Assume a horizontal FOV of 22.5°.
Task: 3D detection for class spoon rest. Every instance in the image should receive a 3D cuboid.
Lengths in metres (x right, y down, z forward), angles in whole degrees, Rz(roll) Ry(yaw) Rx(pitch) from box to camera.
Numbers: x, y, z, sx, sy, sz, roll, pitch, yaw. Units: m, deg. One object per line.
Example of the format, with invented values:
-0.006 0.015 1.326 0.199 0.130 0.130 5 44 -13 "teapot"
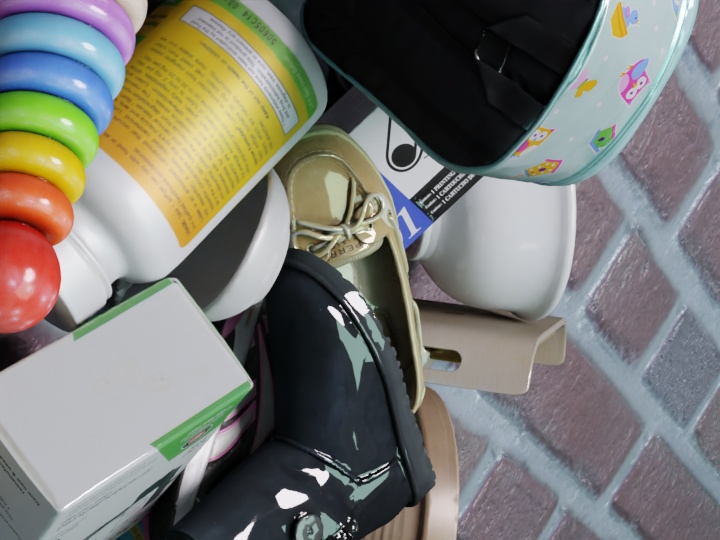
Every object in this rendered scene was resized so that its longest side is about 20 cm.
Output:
-0.102 0.012 1.095 0.200 0.060 0.100 -50 -156 42 "spoon rest"

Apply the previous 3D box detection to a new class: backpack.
0.084 -0.142 0.974 0.153 0.200 0.176 15 116 -40 "backpack"

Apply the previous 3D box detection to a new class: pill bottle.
-0.121 -0.064 1.013 0.200 0.111 0.111 -48 146 -21 "pill bottle"

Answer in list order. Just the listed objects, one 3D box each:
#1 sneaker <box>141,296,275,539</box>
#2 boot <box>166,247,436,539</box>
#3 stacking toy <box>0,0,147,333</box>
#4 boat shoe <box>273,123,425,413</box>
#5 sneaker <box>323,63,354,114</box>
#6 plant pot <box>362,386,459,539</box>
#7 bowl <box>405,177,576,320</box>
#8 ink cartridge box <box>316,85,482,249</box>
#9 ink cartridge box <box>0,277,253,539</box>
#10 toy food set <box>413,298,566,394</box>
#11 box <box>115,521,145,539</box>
-0.071 0.094 1.146 0.086 0.080 0.201 23 77 -19 "sneaker"
-0.048 0.111 1.076 0.168 0.076 0.201 -41 125 -29 "boot"
-0.161 -0.062 0.902 0.085 0.085 0.201 50 40 -57 "stacking toy"
-0.002 0.002 1.118 0.073 0.063 0.201 -20 125 -5 "boat shoe"
-0.022 -0.069 1.209 0.095 0.079 0.201 7 113 -31 "sneaker"
-0.003 0.180 1.350 0.092 0.201 0.202 9 112 -18 "plant pot"
0.071 -0.060 1.257 0.090 0.201 0.202 -6 125 -16 "bowl"
0.021 -0.073 1.146 0.200 0.044 0.094 -42 124 10 "ink cartridge box"
-0.168 0.109 1.028 0.146 0.083 0.200 -33 169 -37 "ink cartridge box"
0.065 0.060 1.291 0.200 0.143 0.061 -17 114 -76 "toy food set"
-0.098 0.156 1.188 0.199 0.082 0.049 -32 142 -8 "box"
